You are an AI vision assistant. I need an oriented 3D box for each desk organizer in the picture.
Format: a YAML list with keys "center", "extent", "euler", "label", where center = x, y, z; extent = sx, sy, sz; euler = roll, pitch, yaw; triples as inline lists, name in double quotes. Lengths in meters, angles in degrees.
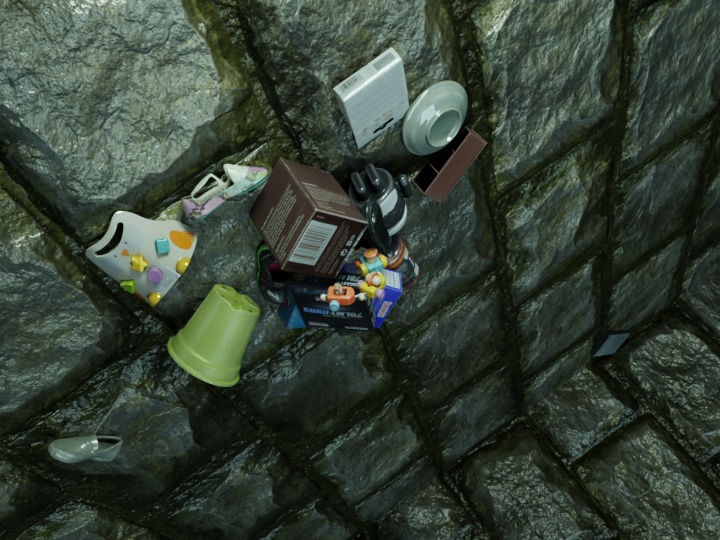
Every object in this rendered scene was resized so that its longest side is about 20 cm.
- center: [0.230, -0.283, 1.676]
  extent: [0.076, 0.072, 0.201]
  euler: [18, 116, -45]
  label: "desk organizer"

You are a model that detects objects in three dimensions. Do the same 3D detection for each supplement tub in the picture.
- center: [0.089, -0.033, 1.786]
  extent: [0.106, 0.108, 0.200]
  euler: [-38, 144, 2]
  label: "supplement tub"

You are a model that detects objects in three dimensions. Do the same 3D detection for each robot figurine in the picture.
- center: [0.043, -0.173, 1.594]
  extent: [0.201, 0.147, 0.127]
  euler: [54, 49, -52]
  label: "robot figurine"

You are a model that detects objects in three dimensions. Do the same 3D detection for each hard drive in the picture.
- center: [1.250, 0.365, 3.211]
  extent: [0.197, 0.033, 0.141]
  euler: [0, 129, -39]
  label: "hard drive"

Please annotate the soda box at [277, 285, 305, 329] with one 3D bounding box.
- center: [-0.155, 0.060, 1.716]
  extent: [0.067, 0.065, 0.203]
  euler: [-3, 131, -37]
  label: "soda box"

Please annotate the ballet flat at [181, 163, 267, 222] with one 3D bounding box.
- center: [-0.293, -0.180, 1.364]
  extent: [0.198, 0.069, 0.072]
  euler: [-32, 123, -7]
  label: "ballet flat"

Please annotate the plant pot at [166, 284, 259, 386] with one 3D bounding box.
- center: [-0.342, 0.146, 1.570]
  extent: [0.199, 0.200, 0.187]
  euler: [22, 103, -49]
  label: "plant pot"

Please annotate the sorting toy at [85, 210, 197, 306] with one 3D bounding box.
- center: [-0.473, -0.033, 1.356]
  extent: [0.179, 0.107, 0.200]
  euler: [35, 104, -32]
  label: "sorting toy"

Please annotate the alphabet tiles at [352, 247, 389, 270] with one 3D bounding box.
- center: [0.000, 0.000, 1.728]
  extent: [0.197, 0.008, 0.167]
  euler: [28, 129, -27]
  label: "alphabet tiles"

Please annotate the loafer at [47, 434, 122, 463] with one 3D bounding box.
- center: [-0.714, 0.457, 1.670]
  extent: [0.070, 0.070, 0.199]
  euler: [-51, 149, 10]
  label: "loafer"

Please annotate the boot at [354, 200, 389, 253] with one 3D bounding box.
- center: [-0.025, -0.101, 1.538]
  extent: [0.164, 0.078, 0.201]
  euler: [5, 159, 15]
  label: "boot"

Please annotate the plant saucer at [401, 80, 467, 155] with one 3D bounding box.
- center: [0.194, -0.362, 1.574]
  extent: [0.197, 0.050, 0.203]
  euler: [-25, 144, -20]
  label: "plant saucer"

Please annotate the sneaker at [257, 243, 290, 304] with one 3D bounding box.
- center: [-0.218, 0.022, 1.609]
  extent: [0.075, 0.084, 0.203]
  euler: [-22, 140, -17]
  label: "sneaker"

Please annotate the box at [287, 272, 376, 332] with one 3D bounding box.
- center: [-0.068, 0.078, 1.622]
  extent: [0.195, 0.050, 0.201]
  euler: [5, 142, 15]
  label: "box"

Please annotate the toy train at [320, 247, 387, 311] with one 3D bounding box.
- center: [-0.011, 0.007, 1.493]
  extent: [0.146, 0.202, 0.057]
  euler: [3, 132, 10]
  label: "toy train"

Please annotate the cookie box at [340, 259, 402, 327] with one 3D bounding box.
- center: [-0.009, 0.059, 1.729]
  extent: [0.196, 0.076, 0.172]
  euler: [16, 135, -15]
  label: "cookie box"

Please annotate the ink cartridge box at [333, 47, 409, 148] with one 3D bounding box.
- center: [0.031, -0.384, 1.447]
  extent: [0.161, 0.051, 0.200]
  euler: [-36, 161, -4]
  label: "ink cartridge box"

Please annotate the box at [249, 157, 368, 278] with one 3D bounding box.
- center: [-0.120, -0.116, 1.451]
  extent: [0.162, 0.201, 0.167]
  euler: [9, 125, -43]
  label: "box"
